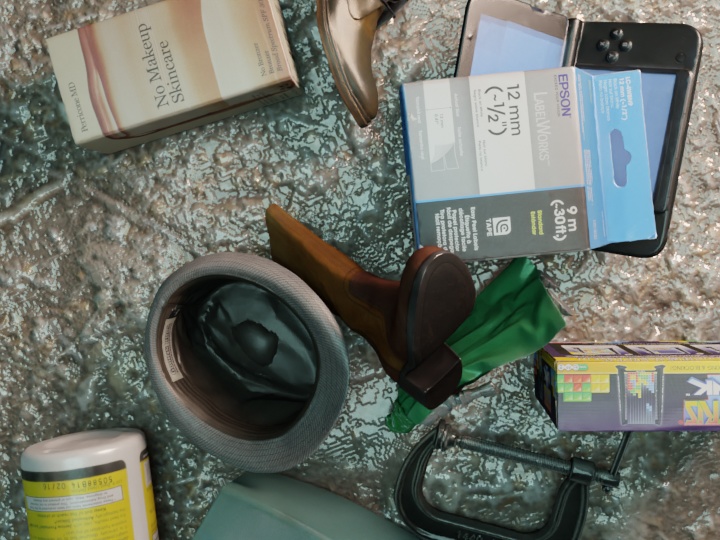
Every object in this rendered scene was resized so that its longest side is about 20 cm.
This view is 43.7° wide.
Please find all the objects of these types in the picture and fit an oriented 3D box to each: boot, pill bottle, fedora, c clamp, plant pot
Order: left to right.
[{"bbox_3d":[-0.238,0.251,0.813,0.111,0.111,0.200,-7,90,6],"label":"pill bottle"},{"bbox_3d":[-0.091,0.074,0.797,0.200,0.090,0.177,28,101,14],"label":"fedora"},{"bbox_3d":[-0.047,0.270,0.787,0.200,0.141,0.141,32,94,11],"label":"plant pot"},{"bbox_3d":[0.000,0.000,0.725,0.068,0.188,0.200,-42,62,-15],"label":"boot"},{"bbox_3d":[0.009,-0.232,0.793,0.097,0.075,0.200,-15,88,9],"label":"boot"},{"bbox_3d":[0.133,0.185,0.809,0.200,0.027,0.171,8,109,6],"label":"c clamp"}]

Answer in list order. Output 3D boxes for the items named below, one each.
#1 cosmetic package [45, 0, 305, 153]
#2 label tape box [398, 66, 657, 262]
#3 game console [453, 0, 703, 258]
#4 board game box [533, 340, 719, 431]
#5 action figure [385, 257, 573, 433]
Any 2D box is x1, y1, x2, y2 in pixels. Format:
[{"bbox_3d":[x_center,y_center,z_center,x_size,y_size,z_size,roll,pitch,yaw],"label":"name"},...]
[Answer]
[{"bbox_3d":[-0.161,-0.182,0.804,0.200,0.087,0.104,-17,91,6],"label":"cosmetic package"},{"bbox_3d":[0.136,-0.084,0.714,0.200,0.066,0.144,-5,92,3],"label":"label tape box"},{"bbox_3d":[0.173,-0.122,0.752,0.171,0.118,0.200,11,94,32],"label":"game console"},{"bbox_3d":[0.250,0.091,0.734,0.200,0.165,0.057,-1,92,6],"label":"board game box"},{"bbox_3d":[0.094,0.078,0.790,0.055,0.118,0.200,37,113,-25],"label":"action figure"}]
